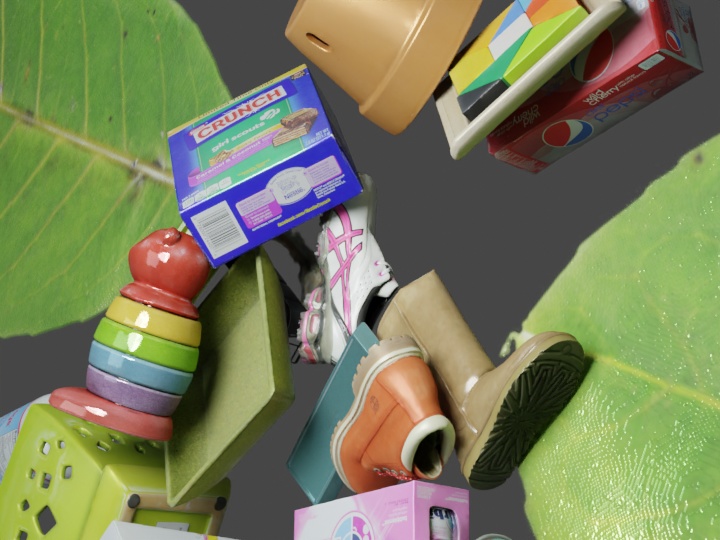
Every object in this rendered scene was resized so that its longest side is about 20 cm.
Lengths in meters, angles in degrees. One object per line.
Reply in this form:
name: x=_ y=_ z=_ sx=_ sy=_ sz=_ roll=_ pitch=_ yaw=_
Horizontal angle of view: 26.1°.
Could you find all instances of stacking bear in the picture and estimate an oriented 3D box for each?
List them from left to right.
stacking bear: x=-0.208 y=0.056 z=1.529 sx=0.113 sy=0.121 sz=0.202 roll=18 pitch=89 yaw=27

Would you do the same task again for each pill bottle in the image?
pill bottle: x=-0.386 y=0.213 z=1.896 sx=0.199 sy=0.108 sz=0.110 roll=-26 pitch=59 yaw=43

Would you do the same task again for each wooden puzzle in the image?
wooden puzzle: x=0.135 y=-0.192 z=1.334 sx=0.185 sy=0.037 sz=0.200 roll=-42 pitch=16 yaw=14

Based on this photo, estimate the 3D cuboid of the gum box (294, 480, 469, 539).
gum box: x=0.019 y=0.262 z=1.400 sx=0.199 sy=0.066 sz=0.114 roll=-24 pitch=59 yaw=50

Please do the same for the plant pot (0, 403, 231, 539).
plant pot: x=-0.262 y=0.272 z=1.662 sx=0.181 sy=0.198 sz=0.202 roll=23 pitch=96 yaw=45

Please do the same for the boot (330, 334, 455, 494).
boot: x=0.031 y=0.161 z=1.388 sx=0.108 sy=0.075 sz=0.201 roll=57 pitch=152 yaw=32

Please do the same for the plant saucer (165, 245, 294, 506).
plant saucer: x=-0.127 y=0.107 z=1.540 sx=0.200 sy=0.048 sz=0.201 roll=-47 pitch=36 yaw=34

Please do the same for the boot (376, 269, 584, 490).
boot: x=0.097 y=0.068 z=1.378 sx=0.176 sy=0.066 sz=0.200 roll=-57 pitch=41 yaw=25

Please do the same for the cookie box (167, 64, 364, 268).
cookie box: x=-0.100 y=-0.110 z=1.565 sx=0.170 sy=0.076 sz=0.200 roll=-27 pitch=29 yaw=3

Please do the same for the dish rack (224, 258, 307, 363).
dish rack: x=-0.133 y=0.087 z=1.667 sx=0.201 sy=0.054 sz=0.154 roll=-60 pitch=40 yaw=19

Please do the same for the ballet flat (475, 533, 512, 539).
ballet flat: x=0.126 y=0.318 z=1.279 sx=0.064 sy=0.067 sz=0.201 roll=111 pitch=152 yaw=-55

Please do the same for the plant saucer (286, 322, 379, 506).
plant saucer: x=-0.020 y=0.144 z=1.490 sx=0.070 sy=0.019 sz=0.201 roll=50 pitch=131 yaw=30

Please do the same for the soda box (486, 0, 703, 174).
soda box: x=0.194 y=-0.161 z=1.334 sx=0.199 sy=0.063 sz=0.071 roll=-31 pitch=56 yaw=41

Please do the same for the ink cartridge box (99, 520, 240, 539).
ink cartridge box: x=-0.172 y=0.355 z=1.513 sx=0.146 sy=0.199 sz=0.145 roll=-55 pitch=40 yaw=22

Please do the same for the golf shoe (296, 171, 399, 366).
golf shoe: x=0.000 y=0.000 z=1.532 sx=0.091 sy=0.073 sz=0.202 roll=4 pitch=74 yaw=19

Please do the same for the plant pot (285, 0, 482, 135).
plant pot: x=0.020 y=-0.246 z=1.453 sx=0.201 sy=0.139 sz=0.200 roll=-61 pitch=9 yaw=17

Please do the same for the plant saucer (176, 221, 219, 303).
plant saucer: x=-0.200 y=0.006 z=1.676 sx=0.200 sy=0.048 sz=0.200 roll=-54 pitch=11 yaw=6
